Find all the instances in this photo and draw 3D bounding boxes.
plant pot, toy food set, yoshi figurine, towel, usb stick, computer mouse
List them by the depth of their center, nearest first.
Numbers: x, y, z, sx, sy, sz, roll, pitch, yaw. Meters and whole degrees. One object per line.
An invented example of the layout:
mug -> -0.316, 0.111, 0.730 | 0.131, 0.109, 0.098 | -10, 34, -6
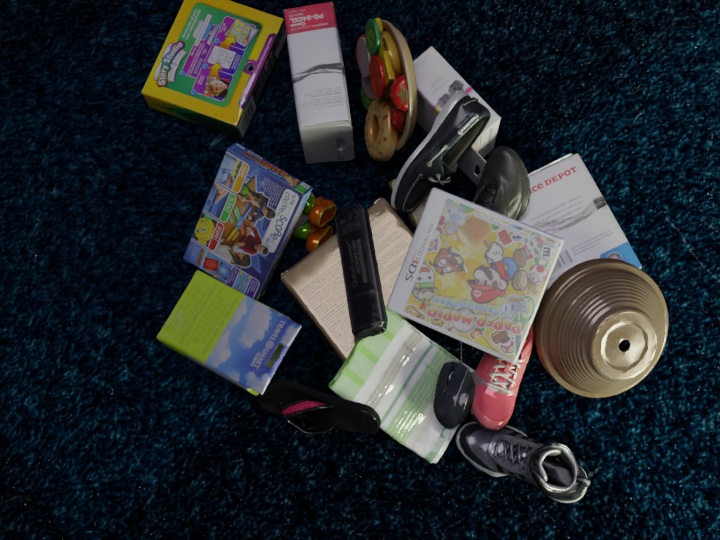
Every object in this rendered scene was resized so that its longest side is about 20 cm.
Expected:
plant pot -> 0.352, 0.091, 1.435 | 0.197, 0.093, 0.204 | -3, 105, -12
computer mouse -> 0.136, 0.122, 1.446 | 0.058, 0.034, 0.203 | 3, 83, 47
usb stick -> 0.000, 0.000, 1.465 | 0.055, 0.033, 0.203 | -19, 62, 18
towel -> 0.070, 0.164, 1.467 | 0.199, 0.031, 0.150 | 37, 77, -15
toy food set -> 0.035, -0.280, 1.556 | 0.048, 0.200, 0.201 | -10, 76, -15
yoshi figurine -> -0.142, -0.097, 1.559 | 0.198, 0.112, 0.114 | 27, 87, 18

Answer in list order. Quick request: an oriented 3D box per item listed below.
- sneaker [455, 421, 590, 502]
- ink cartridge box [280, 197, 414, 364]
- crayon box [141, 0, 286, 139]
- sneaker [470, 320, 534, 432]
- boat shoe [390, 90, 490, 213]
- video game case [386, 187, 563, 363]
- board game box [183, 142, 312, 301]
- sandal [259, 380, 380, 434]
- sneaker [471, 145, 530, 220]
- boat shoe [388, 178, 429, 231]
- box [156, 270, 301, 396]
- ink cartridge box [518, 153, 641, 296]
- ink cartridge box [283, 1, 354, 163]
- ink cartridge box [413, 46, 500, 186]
sneaker -> 0.229, 0.259, 1.430 | 0.198, 0.114, 0.076 | 23, 76, 9
ink cartridge box -> 0.007, 0.020, 1.531 | 0.199, 0.075, 0.165 | -37, 75, -7
crayon box -> -0.234, -0.335, 1.656 | 0.170, 0.058, 0.202 | 20, 76, 10
sneaker -> 0.202, 0.129, 1.457 | 0.073, 0.087, 0.202 | 20, 59, -1
boat shoe -> 0.115, -0.161, 1.485 | 0.060, 0.075, 0.202 | 39, 112, 23
video game case -> 0.157, 0.006, 1.423 | 0.198, 0.023, 0.184 | 22, 94, 13
board game box -> -0.169, -0.069, 1.518 | 0.134, 0.034, 0.202 | 31, 118, 4
sandal -> -0.067, 0.204, 1.458 | 0.197, 0.076, 0.045 | 9, 51, 28
sneaker -> 0.186, -0.078, 1.470 | 0.075, 0.090, 0.203 | 16, 103, 38
boat shoe -> 0.116, -0.069, 1.551 | 0.066, 0.074, 0.201 | -32, 75, -1
box -> -0.190, 0.096, 1.518 | 0.198, 0.048, 0.123 | 25, 77, 22
ink cartridge box -> 0.303, -0.050, 1.529 | 0.143, 0.084, 0.202 | -24, 74, -4
ink cartridge box -> -0.063, -0.285, 1.586 | 0.082, 0.145, 0.203 | -7, 74, 0
ink cartridge box -> 0.149, -0.231, 1.574 | 0.068, 0.115, 0.200 | -39, 76, -9
